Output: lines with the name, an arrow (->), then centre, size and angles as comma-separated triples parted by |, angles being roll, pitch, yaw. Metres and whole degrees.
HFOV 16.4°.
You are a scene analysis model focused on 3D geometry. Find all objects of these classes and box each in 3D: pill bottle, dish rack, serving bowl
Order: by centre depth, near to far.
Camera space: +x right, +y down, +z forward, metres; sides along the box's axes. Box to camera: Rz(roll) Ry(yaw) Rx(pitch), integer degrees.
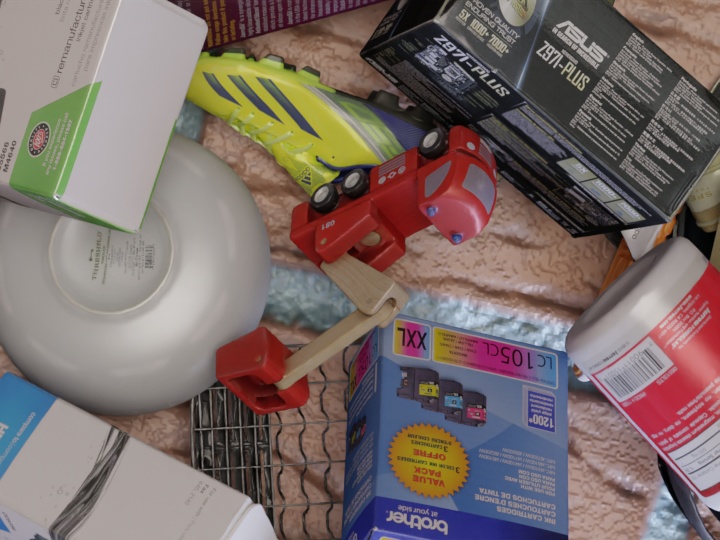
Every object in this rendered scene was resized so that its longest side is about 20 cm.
pill bottle -> 0.238, 0.085, 1.650 | 0.112, 0.112, 0.200 | -43, 94, -7
serving bowl -> -0.161, -0.006, 1.672 | 0.198, 0.066, 0.202 | -1, 78, 4
dish rack -> -0.018, 0.118, 1.715 | 0.198, 0.055, 0.155 | -2, 86, -5

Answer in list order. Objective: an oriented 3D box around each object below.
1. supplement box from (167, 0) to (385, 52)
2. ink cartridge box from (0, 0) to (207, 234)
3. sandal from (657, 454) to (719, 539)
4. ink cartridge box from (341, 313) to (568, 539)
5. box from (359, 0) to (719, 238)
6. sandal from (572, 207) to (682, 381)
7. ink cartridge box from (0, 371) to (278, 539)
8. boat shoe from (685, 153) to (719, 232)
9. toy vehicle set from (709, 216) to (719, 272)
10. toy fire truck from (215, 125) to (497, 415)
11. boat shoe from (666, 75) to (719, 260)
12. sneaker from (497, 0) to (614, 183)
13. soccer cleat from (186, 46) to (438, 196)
supplement box -> -0.059, -0.242, 1.680 | 0.198, 0.103, 0.132 | -17, 65, -8
ink cartridge box -> -0.212, -0.118, 1.625 | 0.084, 0.199, 0.147 | 24, 82, -48
sandal -> 0.228, 0.146, 1.737 | 0.043, 0.076, 0.200 | -38, 82, -8
ink cartridge box -> 0.062, 0.139, 1.614 | 0.135, 0.076, 0.201 | 12, 54, -13
box -> 0.118, -0.119, 1.609 | 0.200, 0.164, 0.086 | 39, 78, -11
sandal -> 0.177, -0.027, 1.732 | 0.059, 0.079, 0.208 | 23, 87, -8
ink cartridge box -> -0.153, 0.167, 1.603 | 0.199, 0.147, 0.086 | 26, 67, 26
boat shoe -> 0.292, -0.096, 1.707 | 0.200, 0.073, 0.064 | -31, 107, -32
toy vehicle set -> 0.319, -0.056, 1.701 | 0.199, 0.125, 0.027 | -31, 58, -27
toy fire truck -> 0.000, 0.000, 1.632 | 0.199, 0.142, 0.049 | -25, 130, 27
boat shoe -> 0.260, -0.061, 1.752 | 0.072, 0.062, 0.201 | 22, 85, -4
sneaker -> 0.094, -0.143, 1.722 | 0.088, 0.077, 0.201 | 33, 76, -21
soccer cleat -> -0.043, -0.097, 1.715 | 0.199, 0.065, 0.084 | 17, 90, -6
